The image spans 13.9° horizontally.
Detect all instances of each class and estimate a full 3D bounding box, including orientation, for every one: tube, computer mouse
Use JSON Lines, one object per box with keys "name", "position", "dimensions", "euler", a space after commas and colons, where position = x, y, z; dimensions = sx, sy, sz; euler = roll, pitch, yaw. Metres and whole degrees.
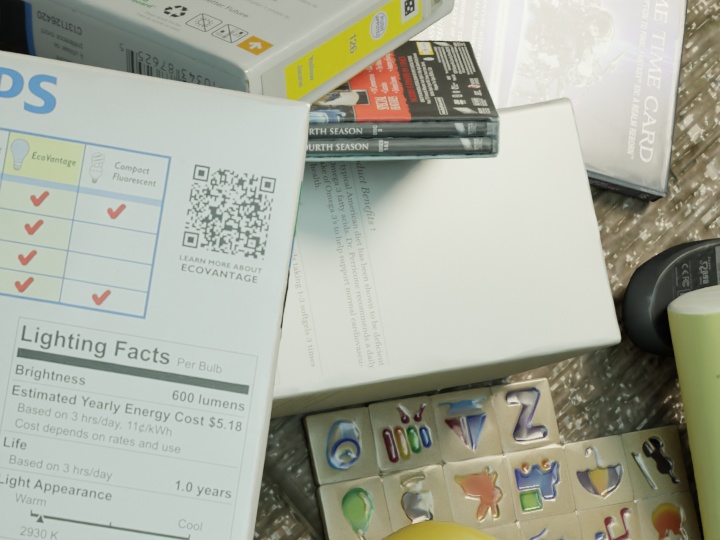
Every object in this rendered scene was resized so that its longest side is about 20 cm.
{"name": "tube", "position": [0.193, 0.108, 1.443], "dimensions": [0.058, 0.052, 0.201], "euler": [-8, 102, 11]}
{"name": "computer mouse", "position": [0.210, 0.009, 1.498], "dimensions": [0.199, 0.034, 0.059], "euler": [-5, 95, -32]}

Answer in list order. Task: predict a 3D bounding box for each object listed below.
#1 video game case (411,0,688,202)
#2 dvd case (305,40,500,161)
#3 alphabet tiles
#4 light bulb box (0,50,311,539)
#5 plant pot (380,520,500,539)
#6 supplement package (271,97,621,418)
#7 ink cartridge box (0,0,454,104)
{"name": "video game case", "position": [0.071, -0.126, 1.469], "dimensions": [0.199, 0.019, 0.144], "euler": [14, 73, -22]}
{"name": "dvd case", "position": [-0.043, -0.076, 1.308], "dimensions": [0.198, 0.146, 0.022], "euler": [0, 108, -4]}
{"name": "alphabet tiles", "position": [0.078, 0.138, 1.419], "dimensions": [0.199, 0.008, 0.168], "euler": [-8, 81, -26]}
{"name": "light bulb box", "position": [-0.130, 0.027, 1.157], "dimensions": [0.197, 0.125, 0.201], "euler": [9, 79, -5]}
{"name": "plant pot", "position": [0.005, 0.212, 1.271], "dimensions": [0.189, 0.200, 0.201], "euler": [-38, 95, -37]}
{"name": "supplement package", "position": [0.000, 0.000, 1.352], "dimensions": [0.199, 0.117, 0.118], "euler": [-8, 82, -25]}
{"name": "ink cartridge box", "position": [-0.062, -0.140, 1.319], "dimensions": [0.200, 0.197, 0.047], "euler": [-33, 134, -42]}
